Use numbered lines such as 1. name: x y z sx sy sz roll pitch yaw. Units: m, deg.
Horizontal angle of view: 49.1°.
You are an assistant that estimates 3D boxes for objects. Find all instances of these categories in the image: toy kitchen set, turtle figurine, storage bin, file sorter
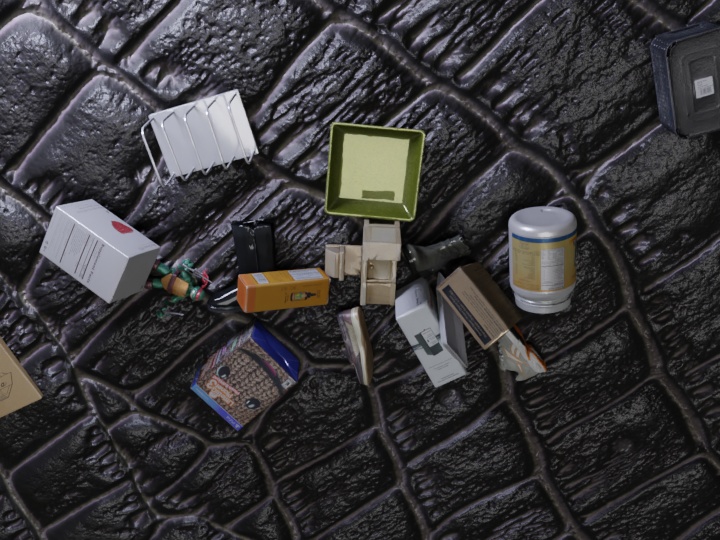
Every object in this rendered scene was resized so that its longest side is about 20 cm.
1. toy kitchen set: 0.000 0.000 1.699 0.161 0.181 0.202 2 112 0
2. turtle figurine: -0.419 0.032 1.756 0.198 0.101 0.151 23 98 6
3. storage bin: 0.674 -0.382 1.584 0.134 0.094 0.202 -15 112 6
4. file sorter: -0.329 -0.266 1.613 0.198 0.125 0.140 -14 112 6

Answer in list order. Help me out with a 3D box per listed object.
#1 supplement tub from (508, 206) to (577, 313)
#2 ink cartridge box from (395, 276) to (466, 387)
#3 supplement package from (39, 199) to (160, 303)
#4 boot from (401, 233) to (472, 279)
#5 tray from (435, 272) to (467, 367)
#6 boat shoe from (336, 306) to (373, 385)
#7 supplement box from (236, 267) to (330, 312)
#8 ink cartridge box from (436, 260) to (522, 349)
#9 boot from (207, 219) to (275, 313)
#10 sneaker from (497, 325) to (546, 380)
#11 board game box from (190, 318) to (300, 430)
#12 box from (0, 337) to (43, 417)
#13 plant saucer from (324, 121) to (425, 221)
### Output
1. supplement tub: 0.395 -0.024 1.710 0.143 0.145 0.202 -5 114 2
2. ink cartridge box: 0.156 0.137 1.779 0.082 0.147 0.201 -25 110 12
3. supplement package: -0.552 -0.044 1.676 0.199 0.121 0.120 34 111 10
4. boot: 0.166 -0.045 1.692 0.130 0.200 0.068 -28 75 13
5. tray: 0.195 0.109 1.729 0.022 0.201 0.107 -23 134 23
6. boat shoe: -0.013 0.177 1.840 0.064 0.072 0.202 -3 117 15
7. supplement box: -0.169 0.042 1.739 0.198 0.069 0.067 -4 116 -25
8. ink cartridge box: 0.259 0.070 1.696 0.075 0.200 0.165 -41 81 18
9. boot: -0.267 -0.011 1.751 0.163 0.066 0.202 -7 120 -11
10. sneaker: 0.347 0.186 1.842 0.092 0.076 0.200 -36 108 19
11. board game box: -0.267 0.245 1.849 0.200 0.097 0.159 -40 108 15
12. box: -0.886 0.256 1.893 0.162 0.021 0.201 -24 111 10
13. plant saucer: 0.029 -0.214 1.679 0.198 0.048 0.202 5 113 -2
